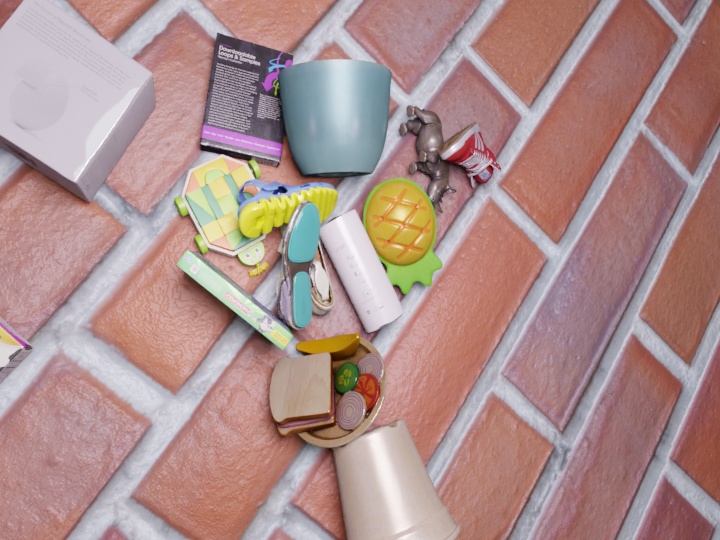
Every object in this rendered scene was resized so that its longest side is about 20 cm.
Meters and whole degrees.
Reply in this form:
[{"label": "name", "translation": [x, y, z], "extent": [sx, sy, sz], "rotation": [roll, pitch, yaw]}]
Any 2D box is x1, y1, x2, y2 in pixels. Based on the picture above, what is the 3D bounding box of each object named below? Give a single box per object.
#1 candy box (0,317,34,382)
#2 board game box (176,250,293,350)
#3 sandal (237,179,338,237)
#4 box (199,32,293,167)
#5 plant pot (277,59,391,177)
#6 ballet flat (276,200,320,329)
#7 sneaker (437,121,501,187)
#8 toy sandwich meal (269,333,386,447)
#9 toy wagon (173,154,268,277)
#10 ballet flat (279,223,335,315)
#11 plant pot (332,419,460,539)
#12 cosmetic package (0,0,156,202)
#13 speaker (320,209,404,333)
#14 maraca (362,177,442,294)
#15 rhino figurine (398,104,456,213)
[{"label": "candy box", "translation": [-0.581, 0.138, 0.755], "extent": [0.136, 0.061, 0.202], "rotation": [42, 71, -9]}, {"label": "board game box", "translation": [-0.193, 0.043, 0.864], "extent": [0.199, 0.134, 0.029], "rotation": [41, 85, -9]}, {"label": "sandal", "translation": [-0.123, -0.119, 0.910], "extent": [0.195, 0.081, 0.088], "rotation": [-11, 48, -38]}, {"label": "box", "translation": [-0.197, -0.298, 0.965], "extent": [0.138, 0.036, 0.208], "rotation": [10, 81, -19]}, {"label": "plant pot", "translation": [-0.041, -0.245, 0.932], "extent": [0.193, 0.200, 0.168], "rotation": [-3, 95, -19]}, {"label": "ballet flat", "translation": [-0.110, -0.011, 0.897], "extent": [0.069, 0.072, 0.209], "rotation": [3, 95, -18]}, {"label": "sneaker", "translation": [0.209, -0.208, 1.036], "extent": [0.115, 0.070, 0.200], "rotation": [60, 31, -8]}, {"label": "toy sandwich meal", "translation": [-0.054, 0.182, 0.883], "extent": [0.208, 0.201, 0.071], "rotation": [-57, 143, -16]}, {"label": "toy wagon", "translation": [-0.212, -0.089, 0.927], "extent": [0.152, 0.039, 0.205], "rotation": [-30, 92, -20]}, {"label": "ballet flat", "translation": [-0.085, -0.025, 0.950], "extent": [0.066, 0.062, 0.207], "rotation": [-20, 89, -24]}, {"label": "plant pot", "translation": [0.040, 0.352, 0.888], "extent": [0.194, 0.201, 0.189], "rotation": [-14, 75, -20]}, {"label": "cosmetic package", "translation": [-0.446, -0.253, 0.824], "extent": [0.196, 0.123, 0.204], "rotation": [33, 75, -12]}, {"label": "speaker", "translation": [0.000, 0.000, 0.966], "extent": [0.080, 0.081, 0.205], "rotation": [-28, 92, -20]}, {"label": "maraca", "translation": [0.077, -0.062, 0.991], "extent": [0.132, 0.107, 0.207], "rotation": [-16, 98, 2]}, {"label": "rhino figurine", "translation": [0.136, -0.212, 1.053], "extent": [0.085, 0.059, 0.208], "rotation": [-12, 88, -40]}]
